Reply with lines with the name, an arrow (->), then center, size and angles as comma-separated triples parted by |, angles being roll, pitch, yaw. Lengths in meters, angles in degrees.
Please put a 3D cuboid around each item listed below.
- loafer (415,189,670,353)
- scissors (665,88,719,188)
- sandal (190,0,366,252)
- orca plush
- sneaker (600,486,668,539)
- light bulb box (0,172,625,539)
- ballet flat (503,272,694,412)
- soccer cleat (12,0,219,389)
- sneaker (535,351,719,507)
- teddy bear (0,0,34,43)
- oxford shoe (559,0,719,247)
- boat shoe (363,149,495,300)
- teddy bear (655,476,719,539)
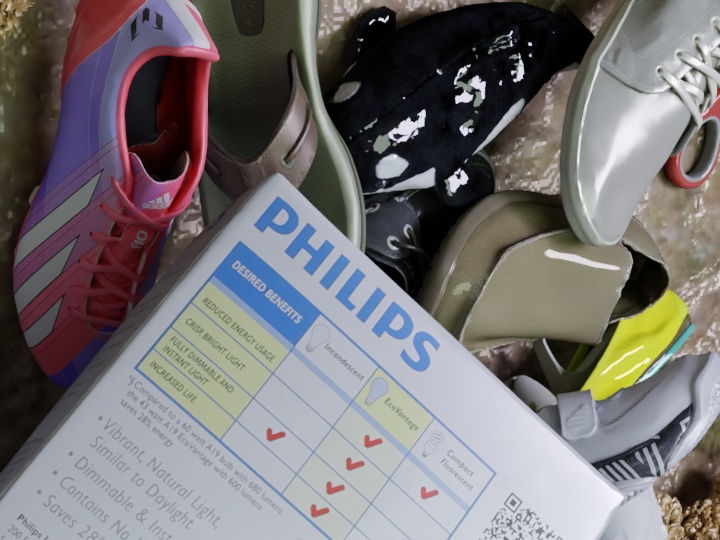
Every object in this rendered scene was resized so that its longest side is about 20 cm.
loafer -> 0.100, 0.001, 0.842 | 0.199, 0.067, 0.077 | -20, 136, -50
scissors -> 0.226, -0.135, 0.958 | 0.073, 0.014, 0.201 | 41, 81, -35
sandal -> -0.050, -0.071, 0.733 | 0.057, 0.079, 0.204 | -33, 115, -66
orca plush -> 0.066, -0.092, 0.801 | 0.198, 0.071, 0.106 | -10, 81, -32
sneaker -> 0.142, 0.170, 0.910 | 0.077, 0.080, 0.201 | 104, 4, -52
light bulb box -> -0.039, 0.109, 0.651 | 0.198, 0.125, 0.201 | 42, 69, -8
ballet flat -> 0.112, 0.071, 0.904 | 0.067, 0.067, 0.200 | 45, 60, -6
soccer cleat -> -0.104, -0.026, 0.705 | 0.066, 0.076, 0.202 | -4, 121, -35
sneaker -> 0.081, 0.078, 0.810 | 0.199, 0.075, 0.115 | -37, 83, 1
teddy bear -> -0.169, -0.153, 0.650 | 0.200, 0.067, 0.145 | -44, 120, -7
oxford shoe -> 0.155, -0.102, 0.822 | 0.075, 0.057, 0.201 | 47, 63, -44
boat shoe -> 0.000, 0.000, 0.809 | 0.199, 0.066, 0.071 | -30, 120, -24
teddy bear -> 0.188, 0.202, 1.008 | 0.200, 0.066, 0.145 | -50, 136, -18
